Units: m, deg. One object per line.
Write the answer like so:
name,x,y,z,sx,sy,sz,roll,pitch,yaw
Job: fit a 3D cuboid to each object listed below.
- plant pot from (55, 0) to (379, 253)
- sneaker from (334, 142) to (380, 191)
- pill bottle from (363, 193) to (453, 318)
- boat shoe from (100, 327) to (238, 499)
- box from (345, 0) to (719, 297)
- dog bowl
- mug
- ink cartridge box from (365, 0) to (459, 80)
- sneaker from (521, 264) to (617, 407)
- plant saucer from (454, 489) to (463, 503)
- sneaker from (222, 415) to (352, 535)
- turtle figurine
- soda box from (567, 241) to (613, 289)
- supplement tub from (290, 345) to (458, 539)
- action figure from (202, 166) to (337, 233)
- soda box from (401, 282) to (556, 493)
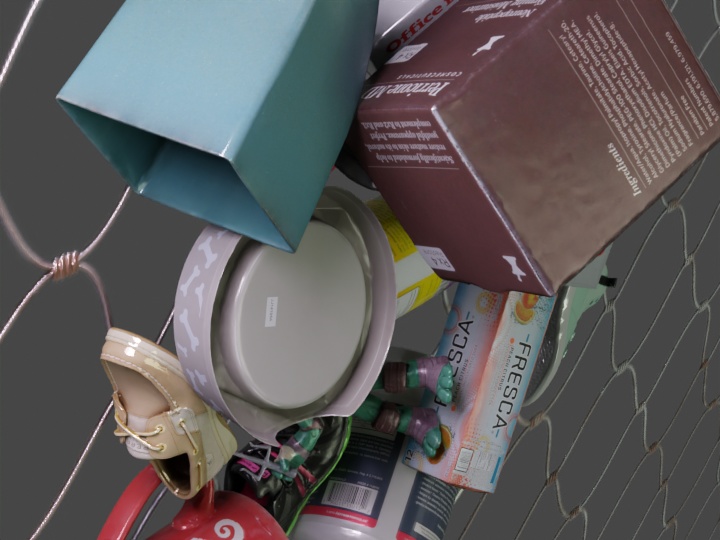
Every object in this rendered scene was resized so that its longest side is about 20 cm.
plant pot,-0.078,-0.147,1.154,0.201,0.141,0.141,-63,155,-15
sneaker,0.060,-0.132,1.314,0.200,0.076,0.116,-16,143,-49
pill bottle,0.000,0.000,1.457,0.200,0.104,0.105,-28,137,-49
boat shoe,-0.153,0.117,1.308,0.069,0.074,0.200,-59,148,-22
box,0.122,-0.110,1.218,0.200,0.166,0.164,-41,111,-19
dog bowl,-0.059,0.030,1.282,0.200,0.059,0.201,-12,107,-46
mug,-0.173,0.264,1.403,0.200,0.178,0.133,-25,172,-45
ink cartridge box,0.064,-0.202,1.370,0.147,0.083,0.200,-41,152,1
sneaker,0.234,0.066,1.967,0.118,0.074,0.201,6,106,-56
plant saucer,0.057,0.200,1.737,0.200,0.050,0.200,-52,-167,17
sneaker,-0.071,0.173,1.518,0.201,0.077,0.084,-66,158,2
turtle figurine,-0.027,0.109,1.442,0.150,0.199,0.101,106,-15,-55
soda box,0.174,-0.059,1.625,0.063,0.200,0.068,7,115,-19
supplement tub,0.027,0.187,1.601,0.140,0.140,0.201,60,45,-59
action figure,-0.026,-0.064,1.365,0.200,0.099,0.065,-50,151,-30
soda box,0.107,0.093,1.510,0.063,0.068,0.201,19,89,-42
